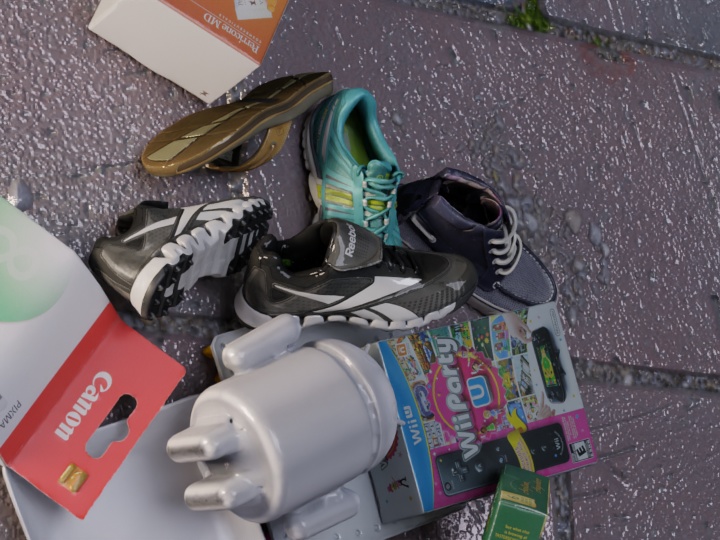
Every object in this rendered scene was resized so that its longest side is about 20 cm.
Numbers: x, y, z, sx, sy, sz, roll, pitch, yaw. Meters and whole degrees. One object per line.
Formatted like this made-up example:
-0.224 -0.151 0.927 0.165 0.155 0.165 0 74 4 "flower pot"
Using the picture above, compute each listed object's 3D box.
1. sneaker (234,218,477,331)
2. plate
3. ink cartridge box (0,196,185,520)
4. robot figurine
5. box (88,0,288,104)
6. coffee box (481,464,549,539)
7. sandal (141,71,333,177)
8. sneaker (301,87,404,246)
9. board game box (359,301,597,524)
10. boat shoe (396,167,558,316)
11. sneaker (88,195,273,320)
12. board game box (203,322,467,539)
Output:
0.000 0.000 1.691 0.199 0.091 0.067 -4 45 -10 "sneaker"
-0.166 0.213 1.621 0.199 0.032 0.201 -16 86 -36 "plate"
-0.243 0.064 1.578 0.200 0.050 0.161 36 57 -3 "ink cartridge box"
-0.052 0.122 1.637 0.200 0.113 0.170 -22 100 -37 "robot figurine"
-0.120 -0.262 1.750 0.124 0.097 0.200 31 61 -19 "box"
0.106 0.266 1.691 0.044 0.123 0.201 16 98 4 "coffee box"
-0.093 -0.113 1.753 0.200 0.080 0.054 -31 116 -41 "sandal"
0.001 -0.059 1.781 0.077 0.080 0.201 -6 75 -34 "sneaker"
0.093 0.119 1.780 0.200 0.064 0.148 -12 84 -36 "board game box"
0.114 -0.020 1.848 0.200 0.093 0.075 28 62 -25 "boat shoe"
-0.145 -0.028 1.683 0.090 0.067 0.200 29 32 17 "sneaker"
-0.020 0.130 1.753 0.200 0.026 0.201 -15 86 -37 "board game box"
